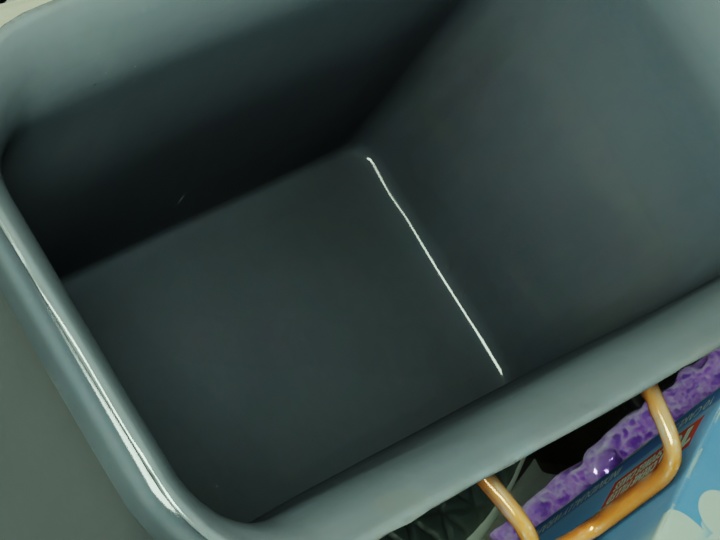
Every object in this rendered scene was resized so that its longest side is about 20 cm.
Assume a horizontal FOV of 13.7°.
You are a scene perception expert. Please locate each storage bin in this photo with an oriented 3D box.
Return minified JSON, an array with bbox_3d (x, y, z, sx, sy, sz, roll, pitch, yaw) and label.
[{"bbox_3d":[-0.003,0.009,0.674,0.200,0.146,0.134,-27,-10,-34],"label":"storage bin"}]

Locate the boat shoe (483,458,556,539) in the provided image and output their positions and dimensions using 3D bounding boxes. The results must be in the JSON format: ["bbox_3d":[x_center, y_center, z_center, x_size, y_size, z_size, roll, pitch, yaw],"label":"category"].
[{"bbox_3d":[0.011,0.083,1.083,0.199,0.068,0.074,-37,12,49],"label":"boat shoe"}]

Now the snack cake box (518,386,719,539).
[{"bbox_3d":[0.030,0.125,0.694,0.200,0.067,0.115,-42,7,39],"label":"snack cake box"}]

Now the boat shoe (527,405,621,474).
[{"bbox_3d":[0.040,0.021,1.014,0.199,0.072,0.068,14,53,39],"label":"boat shoe"}]

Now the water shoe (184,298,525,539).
[{"bbox_3d":[-0.033,0.082,0.754,0.200,0.071,0.079,-47,2,-36],"label":"water shoe"}]

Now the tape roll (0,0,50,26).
[{"bbox_3d":[-0.039,-0.050,0.919,0.201,0.071,0.202,-8,12,2],"label":"tape roll"}]

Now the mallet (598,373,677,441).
[{"bbox_3d":[0.053,-0.013,0.842,0.066,0.200,0.041,-43,20,-21],"label":"mallet"}]

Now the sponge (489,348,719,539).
[{"bbox_3d":[0.128,0.012,0.738,0.200,0.030,0.111,-43,-17,29],"label":"sponge"}]
